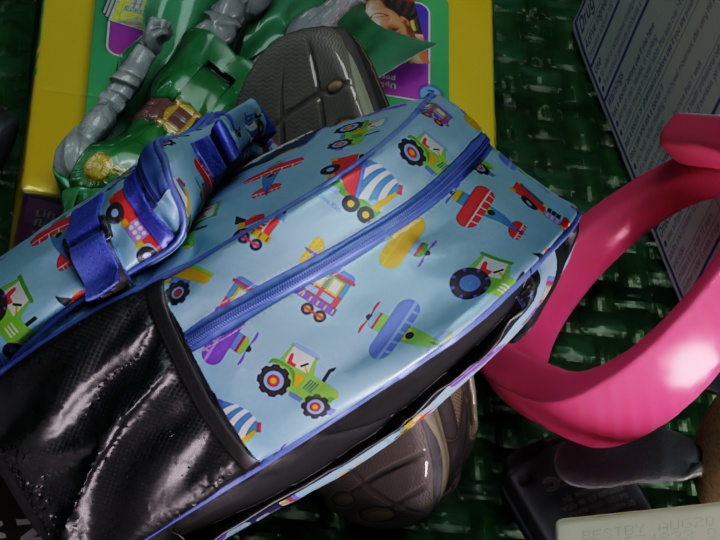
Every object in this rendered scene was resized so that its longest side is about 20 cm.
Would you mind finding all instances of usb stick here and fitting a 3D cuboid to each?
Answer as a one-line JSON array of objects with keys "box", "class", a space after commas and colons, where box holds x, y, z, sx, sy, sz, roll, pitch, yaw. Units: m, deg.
[{"box": [0.118, 0.148, 1.124, 0.055, 0.033, 0.200, -18, 58, -20], "class": "usb stick"}]

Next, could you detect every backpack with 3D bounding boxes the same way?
[{"box": [-0.028, 0.007, 1.012, 0.135, 0.200, 0.183, 56, 19, -2], "class": "backpack"}]

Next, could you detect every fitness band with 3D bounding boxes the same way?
[{"box": [0.114, 0.004, 1.145, 0.037, 0.200, 0.144, 40, 85, -15], "class": "fitness band"}]

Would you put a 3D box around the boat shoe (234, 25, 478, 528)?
[{"box": [0.000, 0.000, 1.142, 0.074, 0.200, 0.073, -3, 12, 29], "class": "boat shoe"}]

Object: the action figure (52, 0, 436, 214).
[{"box": [-0.063, -0.069, 1.165, 0.118, 0.055, 0.200, 33, 58, 6], "class": "action figure"}]

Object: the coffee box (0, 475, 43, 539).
[{"box": [-0.190, 0.141, 1.008, 0.200, 0.080, 0.113, -5, 52, -20], "class": "coffee box"}]

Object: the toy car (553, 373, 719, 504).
[{"box": [0.181, 0.095, 1.124, 0.200, 0.158, 0.164, 24, 37, 22], "class": "toy car"}]

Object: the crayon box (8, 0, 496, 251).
[{"box": [-0.043, -0.070, 1.239, 0.200, 0.058, 0.173, 8, 53, -9], "class": "crayon box"}]

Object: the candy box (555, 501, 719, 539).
[{"box": [0.117, 0.177, 1.004, 0.102, 0.026, 0.200, -9, 61, 24], "class": "candy box"}]

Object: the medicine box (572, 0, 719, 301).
[{"box": [0.188, -0.099, 1.249, 0.103, 0.182, 0.200, -3, 53, -19], "class": "medicine box"}]

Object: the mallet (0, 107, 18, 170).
[{"box": [-0.194, -0.020, 1.140, 0.066, 0.041, 0.200, 24, 34, -2], "class": "mallet"}]
